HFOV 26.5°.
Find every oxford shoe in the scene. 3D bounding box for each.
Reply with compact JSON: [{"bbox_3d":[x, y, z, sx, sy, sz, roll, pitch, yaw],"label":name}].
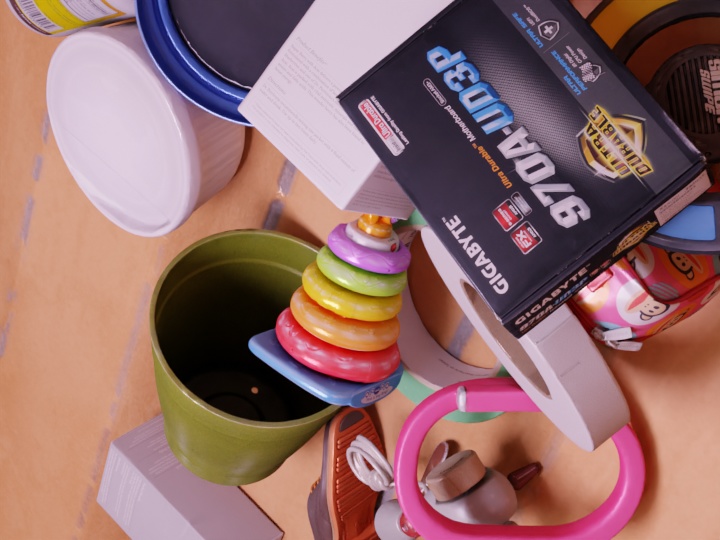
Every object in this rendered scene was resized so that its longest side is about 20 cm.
[{"bbox_3d":[-0.024,0.209,1.450,0.073,0.071,0.201,25,126,40],"label":"oxford shoe"}]

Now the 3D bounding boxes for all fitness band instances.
[{"bbox_3d":[0.125,0.158,1.211,0.198,0.037,0.145,2,103,-2],"label":"fitness band"}]

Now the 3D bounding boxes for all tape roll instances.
[{"bbox_3d":[0.077,0.026,1.273,0.200,0.048,0.202,22,123,37],"label":"tape roll"},{"bbox_3d":[0.116,0.039,1.092,0.203,0.037,0.203,53,175,7],"label":"tape roll"}]

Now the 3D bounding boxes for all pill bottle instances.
[{"bbox_3d":[-0.234,-0.279,1.390,0.199,0.109,0.110,-3,107,46],"label":"pill bottle"}]

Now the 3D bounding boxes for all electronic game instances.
[{"bbox_3d":[0.222,-0.107,0.980,0.200,0.200,0.042,44,178,21],"label":"electronic game"}]

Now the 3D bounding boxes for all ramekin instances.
[{"bbox_3d":[-0.194,-0.140,1.421,0.202,0.094,0.204,26,131,34],"label":"ramekin"}]

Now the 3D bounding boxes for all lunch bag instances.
[{"bbox_3d":[0.163,-0.048,1.051,0.201,0.176,0.082,55,133,13],"label":"lunch bag"}]

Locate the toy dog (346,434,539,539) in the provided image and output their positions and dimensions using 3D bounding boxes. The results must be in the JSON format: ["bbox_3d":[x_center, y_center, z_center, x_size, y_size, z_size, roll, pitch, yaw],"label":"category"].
[{"bbox_3d":[0.087,0.197,1.335,0.200,0.096,0.133,14,127,56],"label":"toy dog"}]

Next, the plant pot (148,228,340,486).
[{"bbox_3d":[-0.105,0.099,1.406,0.201,0.200,0.193,47,148,18],"label":"plant pot"}]

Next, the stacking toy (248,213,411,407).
[{"bbox_3d":[0.000,0.000,1.244,0.109,0.116,0.201,30,114,25],"label":"stacking toy"}]

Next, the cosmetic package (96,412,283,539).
[{"bbox_3d":[-0.184,0.262,1.629,0.200,0.090,0.107,41,133,20],"label":"cosmetic package"}]

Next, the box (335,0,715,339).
[{"bbox_3d":[0.101,-0.083,0.971,0.159,0.046,0.200,-38,64,6],"label":"box"}]

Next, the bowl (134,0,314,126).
[{"bbox_3d":[-0.090,-0.218,1.275,0.199,0.039,0.202,10,123,15],"label":"bowl"}]

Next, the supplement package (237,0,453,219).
[{"bbox_3d":[0.032,-0.153,1.120,0.121,0.120,0.200,45,107,21],"label":"supplement package"}]
